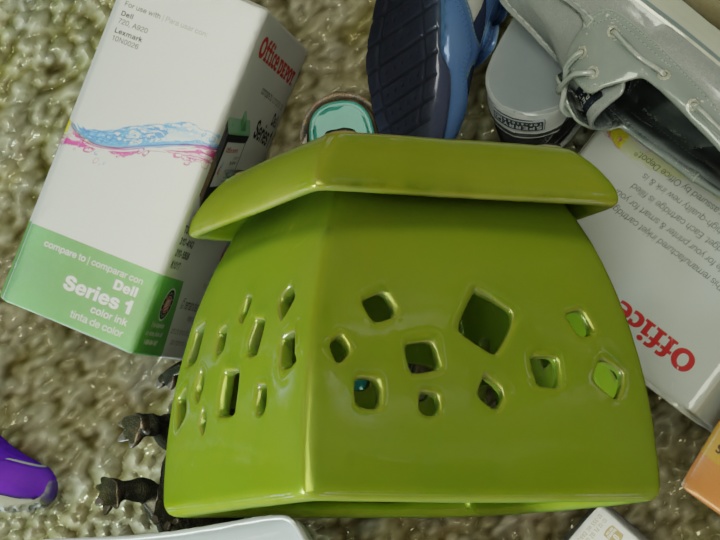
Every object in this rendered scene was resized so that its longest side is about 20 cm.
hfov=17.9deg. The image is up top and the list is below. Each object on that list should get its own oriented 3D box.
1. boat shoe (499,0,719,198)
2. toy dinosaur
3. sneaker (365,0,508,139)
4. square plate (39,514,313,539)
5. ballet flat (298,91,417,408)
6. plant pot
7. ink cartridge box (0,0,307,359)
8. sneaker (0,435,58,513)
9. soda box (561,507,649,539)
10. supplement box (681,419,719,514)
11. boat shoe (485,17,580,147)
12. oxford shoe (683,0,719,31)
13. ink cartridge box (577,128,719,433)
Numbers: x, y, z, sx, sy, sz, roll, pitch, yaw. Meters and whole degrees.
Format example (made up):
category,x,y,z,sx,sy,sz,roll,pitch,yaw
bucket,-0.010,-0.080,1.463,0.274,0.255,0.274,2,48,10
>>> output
category,x,y,z,sx,sy,sz,roll,pitch,yaw
boat shoe,0.141,-0.104,1.194,0.200,0.070,0.072,35,64,15
toy dinosaur,-0.088,0.107,1.305,0.077,0.102,0.201,-8,73,34
sneaker,0.054,-0.152,1.284,0.082,0.074,0.201,17,70,-32
square plate,-0.065,0.215,1.245,0.197,0.028,0.201,-10,116,37
ballet flat,0.000,0.000,1.303,0.068,0.067,0.201,0,87,1
plant pot,0.019,0.033,1.167,0.199,0.199,0.183,2,82,-25
ink cartridge box,-0.111,-0.059,1.279,0.084,0.145,0.201,22,89,8
sneaker,-0.261,0.073,1.328,0.199,0.070,0.100,20,87,7
soda box,0.094,0.225,1.282,0.068,0.064,0.200,41,92,6
supplement box,0.252,0.047,1.199,0.066,0.069,0.201,35,100,31
boat shoe,0.132,-0.146,1.296,0.073,0.068,0.200,18,64,16
oxford shoe,0.183,-0.193,1.229,0.070,0.074,0.201,-17,53,-13
ink cartridge box,0.195,-0.032,1.257,0.146,0.083,0.200,39,92,26
